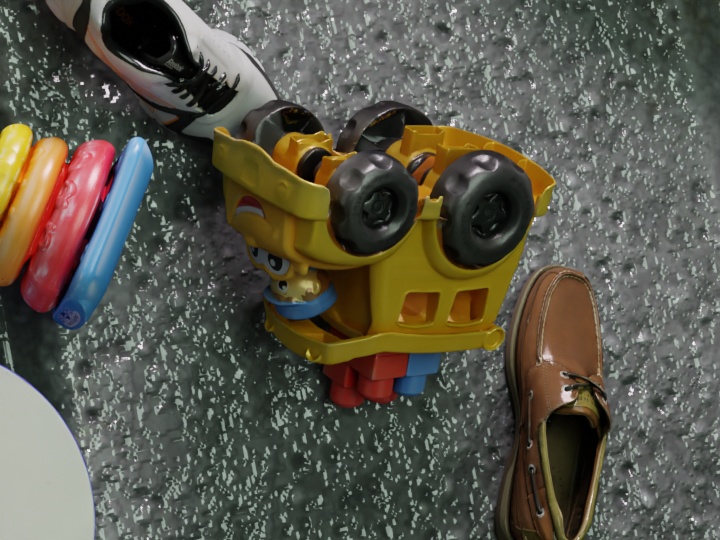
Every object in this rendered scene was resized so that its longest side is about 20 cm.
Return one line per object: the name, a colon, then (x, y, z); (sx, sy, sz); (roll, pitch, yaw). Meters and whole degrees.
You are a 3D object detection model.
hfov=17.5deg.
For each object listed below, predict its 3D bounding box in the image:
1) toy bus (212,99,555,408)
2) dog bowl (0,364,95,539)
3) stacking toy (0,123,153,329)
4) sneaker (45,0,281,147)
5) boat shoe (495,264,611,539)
toy bus: (0.000, 0.000, 1.458); (0.199, 0.136, 0.193); (-1, 112, -37)
dog bowl: (-0.256, 0.146, 1.339); (0.199, 0.079, 0.202); (4, 81, -27)
stacking toy: (-0.232, -0.053, 1.378); (0.199, 0.116, 0.110); (24, 74, -10)
sneaker: (-0.113, -0.123, 1.422); (0.074, 0.080, 0.200); (-49, 132, 5)
boat shoe: (0.139, 0.092, 1.555); (0.072, 0.068, 0.201); (9, 78, -24)
